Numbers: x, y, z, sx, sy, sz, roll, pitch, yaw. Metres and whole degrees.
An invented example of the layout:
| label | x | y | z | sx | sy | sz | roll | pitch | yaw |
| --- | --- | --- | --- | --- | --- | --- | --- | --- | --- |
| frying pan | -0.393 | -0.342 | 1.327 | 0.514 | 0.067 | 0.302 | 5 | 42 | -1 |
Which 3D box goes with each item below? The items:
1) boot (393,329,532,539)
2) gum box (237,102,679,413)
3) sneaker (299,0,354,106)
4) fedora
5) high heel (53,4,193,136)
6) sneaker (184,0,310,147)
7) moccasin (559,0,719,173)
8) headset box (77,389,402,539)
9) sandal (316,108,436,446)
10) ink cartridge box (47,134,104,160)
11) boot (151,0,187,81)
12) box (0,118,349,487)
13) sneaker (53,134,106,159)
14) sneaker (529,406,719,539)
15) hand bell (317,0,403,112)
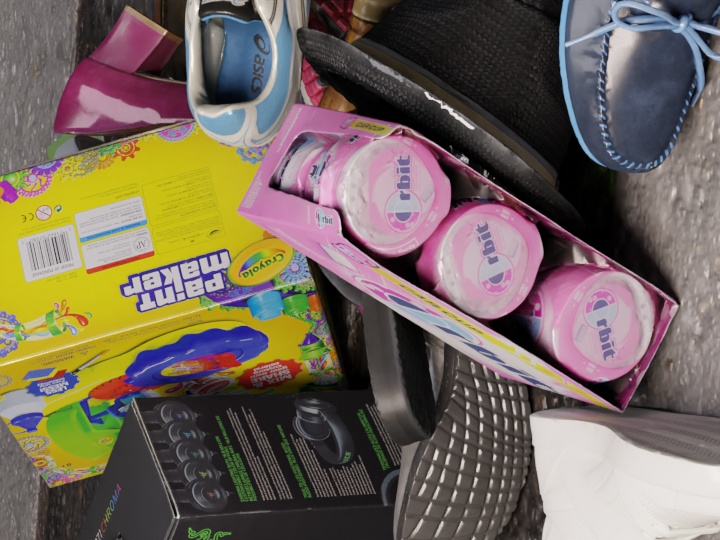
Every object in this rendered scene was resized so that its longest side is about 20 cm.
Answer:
| label | x | y | z | sx | sy | sz | roll | pitch | yaw |
| --- | --- | --- | --- | --- | --- | --- | --- | --- | --- |
| boot | 0.043 | 0.060 | 1.389 | 0.132 | 0.070 | 0.201 | 24 | 101 | 62 |
| gum box | 0.044 | -0.009 | 1.226 | 0.066 | 0.200 | 0.113 | -62 | 28 | -7 |
| sneaker | -0.035 | -0.135 | 1.503 | 0.075 | 0.080 | 0.200 | -61 | 40 | 45 |
| fedora | 0.061 | -0.100 | 1.271 | 0.092 | 0.200 | 0.201 | -56 | 32 | -2 |
| high heel | -0.103 | -0.082 | 1.560 | 0.200 | 0.067 | 0.096 | 35 | 94 | 17 |
| sneaker | -0.062 | -0.169 | 1.374 | 0.072 | 0.072 | 0.201 | 20 | -110 | -76 |
| moccasin | 0.141 | -0.144 | 1.174 | 0.068 | 0.080 | 0.201 | 21 | 109 | 60 |
| headset box | -0.066 | 0.161 | 1.439 | 0.093 | 0.199 | 0.174 | 64 | 142 | 39 |
| sandal | 0.000 | 0.000 | 1.327 | 0.048 | 0.075 | 0.201 | -16 | 60 | 16 |
| ink cartridge box | -0.174 | -0.007 | 1.783 | 0.104 | 0.059 | 0.201 | -27 | 67 | 59 |
| boot | -0.094 | -0.130 | 1.618 | 0.097 | 0.075 | 0.201 | 138 | 127 | -58 |
| box | -0.123 | 0.018 | 1.473 | 0.193 | 0.199 | 0.122 | 73 | -178 | -65 |
| sneaker | -0.150 | -0.018 | 1.585 | 0.071 | 0.200 | 0.073 | -37 | 56 | 5 |
| sneaker | 0.145 | 0.130 | 1.191 | 0.200 | 0.073 | 0.116 | -176 | 83 | -70 |
| hand bell | 0.002 | -0.132 | 1.389 | 0.104 | 0.104 | 0.200 | 46 | 124 | 52 |
